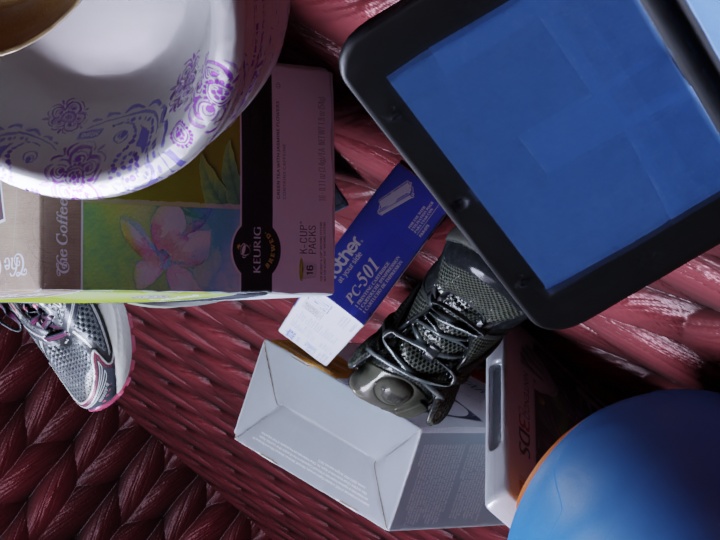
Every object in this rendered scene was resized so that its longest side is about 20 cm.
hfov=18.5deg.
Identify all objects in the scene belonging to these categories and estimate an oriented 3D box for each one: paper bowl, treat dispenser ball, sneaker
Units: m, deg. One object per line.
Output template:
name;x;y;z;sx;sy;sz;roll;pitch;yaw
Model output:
paper bowl;-0.128;-0.143;1.042;0.200;0.104;0.201;10;118;18
treat dispenser ball;0.180;0.167;1.233;0.201;0.201;0.201;35;168;8
sneaker;0.054;0.037;1.327;0.076;0.114;0.199;36;167;-3
sneaker;-0.213;0.002;1.382;0.081;0.075;0.200;-21;103;47

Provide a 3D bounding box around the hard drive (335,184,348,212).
hard drive;-0.103;-0.093;1.432;0.200;0.042;0.135;22;153;52

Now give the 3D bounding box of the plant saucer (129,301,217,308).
plant saucer;-0.141;-0.024;1.500;0.200;0.200;0.050;31;127;27

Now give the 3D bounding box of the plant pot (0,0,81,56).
plant pot;-0.190;-0.191;0.970;0.200;0.200;0.027;37;-149;3

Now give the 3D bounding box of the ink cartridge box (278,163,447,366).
ink cartridge box;0.000;0.000;1.387;0.044;0.094;0.200;37;168;0

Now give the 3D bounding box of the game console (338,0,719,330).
game console;0.121;-0.042;0.806;0.172;0.119;0.200;27;165;42

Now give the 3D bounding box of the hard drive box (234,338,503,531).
hard drive box;0.039;0.113;1.537;0.156;0.077;0.200;27;-166;38

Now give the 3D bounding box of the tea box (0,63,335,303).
tea box;-0.150;-0.049;1.247;0.196;0.134;0.200;0;179;-40

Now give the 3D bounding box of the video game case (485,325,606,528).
video game case;0.152;0.144;1.410;0.200;0.023;0.182;43;-153;-23
